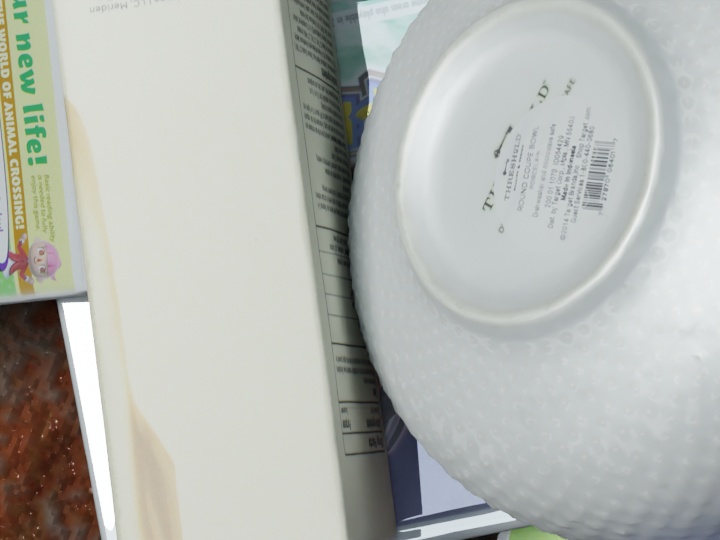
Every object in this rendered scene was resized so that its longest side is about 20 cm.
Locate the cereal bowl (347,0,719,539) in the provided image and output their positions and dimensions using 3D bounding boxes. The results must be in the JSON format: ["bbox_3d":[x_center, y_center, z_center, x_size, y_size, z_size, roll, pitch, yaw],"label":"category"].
[{"bbox_3d":[0.070,-0.024,0.838,0.199,0.083,0.201,-13,69,39],"label":"cereal bowl"}]

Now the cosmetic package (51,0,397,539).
[{"bbox_3d":[-0.041,-0.010,0.889,0.071,0.105,0.201,-8,85,8],"label":"cosmetic package"}]

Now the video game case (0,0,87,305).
[{"bbox_3d":[-0.167,-0.084,0.965,0.181,0.022,0.201,-6,90,27],"label":"video game case"}]

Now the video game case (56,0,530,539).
[{"bbox_3d":[0.000,0.000,0.945,0.199,0.023,0.183,-12,86,5],"label":"video game case"}]

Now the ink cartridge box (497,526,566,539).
[{"bbox_3d":[0.133,0.168,0.978,0.199,0.076,0.149,14,91,11],"label":"ink cartridge box"}]
